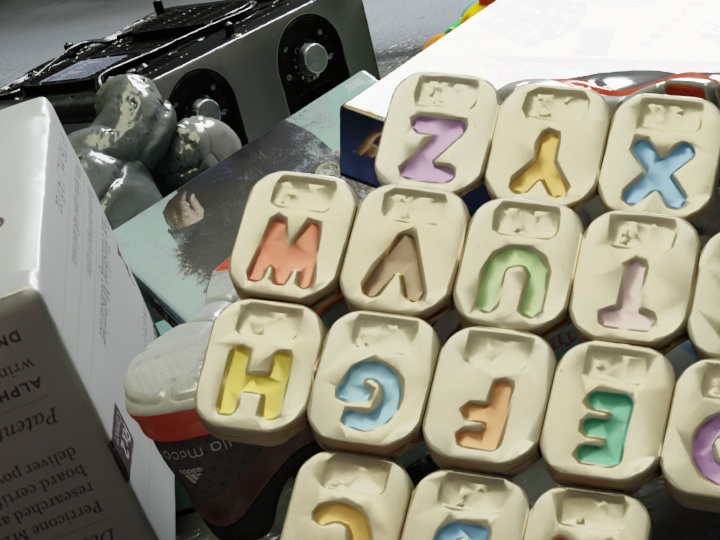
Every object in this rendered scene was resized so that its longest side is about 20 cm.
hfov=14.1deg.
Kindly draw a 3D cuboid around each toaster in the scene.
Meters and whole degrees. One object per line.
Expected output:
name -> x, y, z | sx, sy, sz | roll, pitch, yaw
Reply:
toaster -> -0.108, -0.073, 1.590 | 0.181, 0.119, 0.200 | -30, 19, -39

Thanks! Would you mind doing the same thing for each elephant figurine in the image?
elephant figurine -> -0.151, 0.001, 1.416 | 0.200, 0.155, 0.142 | -20, 54, 39

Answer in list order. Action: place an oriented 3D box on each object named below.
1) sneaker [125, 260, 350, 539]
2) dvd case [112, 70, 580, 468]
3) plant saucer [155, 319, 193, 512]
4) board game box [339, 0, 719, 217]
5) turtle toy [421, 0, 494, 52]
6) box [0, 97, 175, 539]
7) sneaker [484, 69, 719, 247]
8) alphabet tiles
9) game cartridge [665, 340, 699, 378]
sneaker -> -0.018, 0.037, 1.086 | 0.077, 0.082, 0.200 | -9, 19, 35
dvd case -> 0.000, 0.000, 1.191 | 0.146, 0.022, 0.200 | -33, 43, -15
plant saucer -> -0.070, 0.052, 1.254 | 0.199, 0.036, 0.200 | -17, 14, 5
board game box -> 0.102, -0.075, 1.220 | 0.135, 0.035, 0.200 | 21, 37, 29
turtle toy -> 0.112, -0.106, 1.472 | 0.199, 0.101, 0.146 | -12, 16, 23
box -> -0.185, 0.055, 1.120 | 0.199, 0.131, 0.199 | -21, 24, 4
sneaker -> 0.132, -0.045, 1.051 | 0.082, 0.077, 0.200 | -20, 25, -37
alphabet tiles -> 0.048, 0.021, 0.962 | 0.199, 0.015, 0.196 | 7, 64, 16
game cartridge -> 0.171, 0.018, 1.010 | 0.133, 0.042, 0.200 | -28, 23, -9
